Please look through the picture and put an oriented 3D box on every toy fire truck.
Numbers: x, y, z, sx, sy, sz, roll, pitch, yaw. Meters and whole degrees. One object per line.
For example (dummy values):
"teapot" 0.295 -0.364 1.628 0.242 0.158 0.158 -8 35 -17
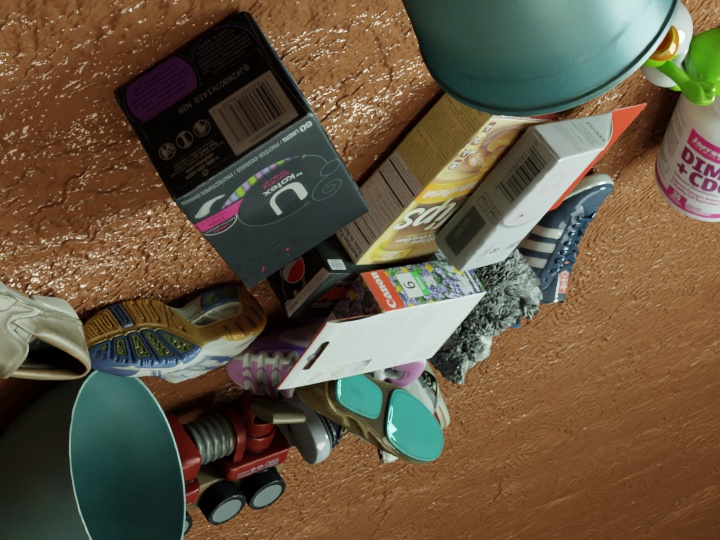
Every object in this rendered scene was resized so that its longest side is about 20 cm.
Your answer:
"toy fire truck" -0.142 0.177 1.824 0.175 0.129 0.201 -17 144 -31

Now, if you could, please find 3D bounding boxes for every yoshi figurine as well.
"yoshi figurine" 0.294 -0.208 1.625 0.112 0.112 0.200 -43 158 9

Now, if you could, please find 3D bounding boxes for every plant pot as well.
"plant pot" 0.100 -0.240 1.233 0.199 0.201 0.188 -34 141 3
"plant pot" -0.266 0.198 1.646 0.134 0.201 0.200 -13 163 21

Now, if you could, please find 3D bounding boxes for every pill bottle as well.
"pill bottle" 0.371 -0.146 1.828 0.113 0.114 0.200 -25 155 -17

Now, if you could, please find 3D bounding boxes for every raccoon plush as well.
"raccoon plush" 0.096 0.016 1.818 0.134 0.097 0.201 -43 132 -19

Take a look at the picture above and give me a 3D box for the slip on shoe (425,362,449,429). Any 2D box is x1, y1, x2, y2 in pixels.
"slip on shoe" 0.055 0.132 2.035 0.061 0.074 0.200 -26 152 5

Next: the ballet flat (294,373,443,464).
"ballet flat" 0.003 0.140 1.784 0.072 0.068 0.200 -2 159 37

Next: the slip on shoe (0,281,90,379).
"slip on shoe" -0.293 0.055 1.458 0.076 0.061 0.200 -40 156 17

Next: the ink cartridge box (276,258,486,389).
"ink cartridge box" 0.011 0.047 1.679 0.199 0.051 0.109 -9 148 -41

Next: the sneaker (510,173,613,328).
"sneaker" 0.207 -0.016 1.912 0.075 0.085 0.200 1 140 -52

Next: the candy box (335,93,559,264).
"candy box" 0.075 -0.089 1.642 0.115 0.055 0.200 -2 142 -52

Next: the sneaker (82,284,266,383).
"sneaker" -0.175 0.074 1.626 0.199 0.076 0.088 -7 147 -43

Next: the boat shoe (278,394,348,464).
"boat shoe" -0.033 0.148 1.883 0.090 0.071 0.200 -21 -175 -10

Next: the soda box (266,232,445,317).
"soda box" 0.000 0.000 1.714 0.199 0.064 0.071 1 140 -51

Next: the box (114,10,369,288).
"box" -0.086 -0.087 1.383 0.122 0.106 0.200 -32 157 1

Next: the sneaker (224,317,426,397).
"sneaker" -0.037 0.071 1.796 0.199 0.089 0.081 -3 153 -9

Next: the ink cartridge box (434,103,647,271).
"ink cartridge box" 0.182 -0.079 1.691 0.199 0.057 0.163 -10 148 -46

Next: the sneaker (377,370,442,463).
"sneaker" 0.044 0.114 1.912 0.079 0.074 0.201 -12 128 -5
